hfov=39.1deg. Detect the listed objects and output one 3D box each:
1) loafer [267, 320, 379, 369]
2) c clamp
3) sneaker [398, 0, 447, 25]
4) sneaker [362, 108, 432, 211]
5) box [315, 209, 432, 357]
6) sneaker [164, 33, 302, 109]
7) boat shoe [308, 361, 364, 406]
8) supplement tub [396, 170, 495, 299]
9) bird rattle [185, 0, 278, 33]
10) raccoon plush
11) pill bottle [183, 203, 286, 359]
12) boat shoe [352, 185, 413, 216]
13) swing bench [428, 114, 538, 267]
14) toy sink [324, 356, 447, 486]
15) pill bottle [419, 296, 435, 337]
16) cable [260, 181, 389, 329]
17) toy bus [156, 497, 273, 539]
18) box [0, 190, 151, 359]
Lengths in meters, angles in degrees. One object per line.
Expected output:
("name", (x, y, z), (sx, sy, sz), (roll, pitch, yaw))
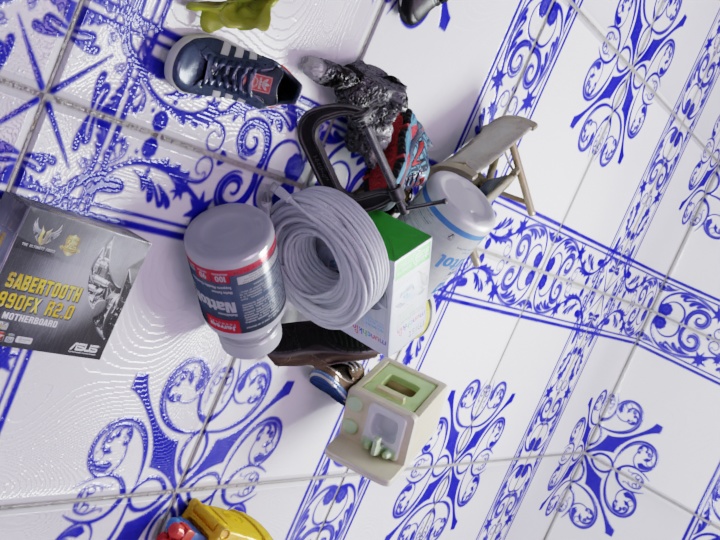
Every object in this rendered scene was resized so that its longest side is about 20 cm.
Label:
("loafer", (-0.055, 0.114, 1.586), (0.071, 0.198, 0.074), (98, -10, -57))
("c clamp", (0.008, -0.155, 1.425), (0.201, 0.170, 0.027), (59, 32, -23))
("sneaker", (0.135, -0.440, 1.492), (0.201, 0.087, 0.076), (-55, 149, -12))
("sneaker", (0.071, -0.157, 1.538), (0.095, 0.079, 0.201), (43, 46, -28))
("box", (0.000, 0.000, 1.519), (0.096, 0.199, 0.178), (-32, 139, -39))
("sneaker", (-0.145, -0.236, 1.228), (0.199, 0.084, 0.075), (-8, 120, -54))
("boat shoe", (-0.033, 0.185, 1.748), (0.073, 0.072, 0.200), (-62, 160, -11))
("supplement tub", (0.114, -0.051, 1.654), (0.132, 0.132, 0.200), (-13, 149, -52))
("bird rattle", (-0.126, -0.369, 1.148), (0.163, 0.112, 0.201), (37, 78, -43))
("raccoon plush", (-0.025, -0.229, 1.455), (0.199, 0.097, 0.135), (14, 118, -29))
("pill bottle", (-0.162, 0.021, 1.366), (0.120, 0.119, 0.201), (-41, 143, -32))
("boat shoe", (0.053, -0.126, 1.630), (0.200, 0.068, 0.072), (-48, 145, -26))
("swing bench", (0.209, -0.153, 1.794), (0.199, 0.129, 0.201), (-38, 136, -35))
("toy sink", (0.046, 0.249, 1.725), (0.200, 0.130, 0.113), (-36, 143, -54))
("pill bottle", (0.031, 0.077, 1.710), (0.199, 0.112, 0.113), (-14, 124, -53))
("cable", (-0.051, -0.019, 1.425), (0.069, 0.199, 0.201), (-35, 144, -42))
("toy bus", (-0.257, 0.458, 1.564), (0.192, 0.135, 0.201), (38, 83, -46))
("box", (-0.346, 0.012, 1.150), (0.200, 0.048, 0.159), (21, 95, -60))
